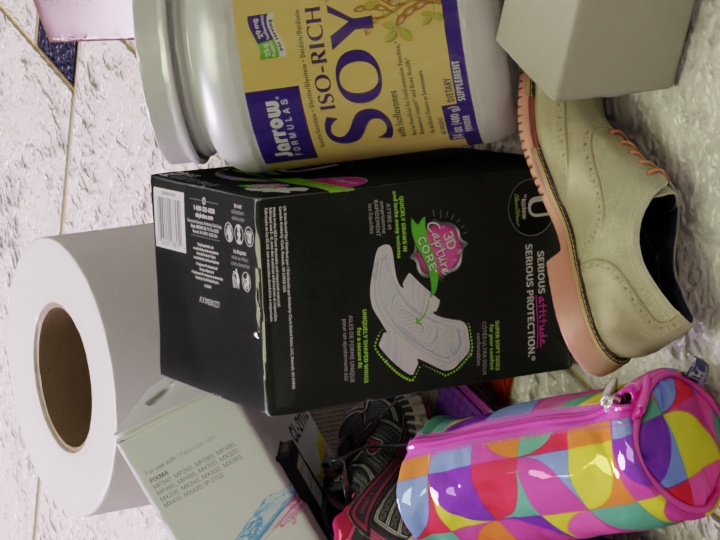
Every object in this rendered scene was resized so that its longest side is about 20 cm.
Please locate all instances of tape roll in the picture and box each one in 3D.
[{"bbox_3d":[-0.153,0.067,1.886,0.203,0.139,0.203,26,119,59],"label":"tape roll"}]

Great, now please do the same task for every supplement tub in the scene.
[{"bbox_3d":[-0.017,-0.132,1.473,0.145,0.199,0.146,-8,-90,-83],"label":"supplement tub"}]

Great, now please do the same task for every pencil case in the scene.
[{"bbox_3d":[0.107,0.103,1.421,0.200,0.088,0.089,-19,80,46],"label":"pencil case"}]

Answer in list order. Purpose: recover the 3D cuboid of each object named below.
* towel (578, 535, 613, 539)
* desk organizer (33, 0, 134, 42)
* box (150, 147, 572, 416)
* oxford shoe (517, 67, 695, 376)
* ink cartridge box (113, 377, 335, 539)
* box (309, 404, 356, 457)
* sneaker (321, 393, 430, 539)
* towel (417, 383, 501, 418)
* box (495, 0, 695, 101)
[{"bbox_3d":[0.122,0.218,1.475,0.200,0.049,0.148,18,116,51],"label":"towel"},{"bbox_3d":[-0.127,-0.191,1.628,0.200,0.072,0.077,4,122,48],"label":"desk organizer"},{"bbox_3d":[0.000,0.000,1.514,0.148,0.199,0.125,15,109,61],"label":"box"},{"bbox_3d":[0.136,-0.047,1.412,0.074,0.071,0.201,-21,72,31],"label":"oxford shoe"},{"bbox_3d":[-0.056,0.152,1.614,0.200,0.083,0.146,60,-169,-8],"label":"ink cartridge box"},{"bbox_3d":[-0.040,0.157,1.746,0.068,0.082,0.201,18,112,59],"label":"box"},{"bbox_3d":[0.009,0.124,1.585,0.200,0.074,0.081,-117,31,-73],"label":"sneaker"},{"bbox_3d":[0.075,0.142,1.603,0.200,0.023,0.144,44,135,50],"label":"towel"},{"bbox_3d":[0.135,-0.189,1.339,0.068,0.082,0.200,51,138,43],"label":"box"}]
